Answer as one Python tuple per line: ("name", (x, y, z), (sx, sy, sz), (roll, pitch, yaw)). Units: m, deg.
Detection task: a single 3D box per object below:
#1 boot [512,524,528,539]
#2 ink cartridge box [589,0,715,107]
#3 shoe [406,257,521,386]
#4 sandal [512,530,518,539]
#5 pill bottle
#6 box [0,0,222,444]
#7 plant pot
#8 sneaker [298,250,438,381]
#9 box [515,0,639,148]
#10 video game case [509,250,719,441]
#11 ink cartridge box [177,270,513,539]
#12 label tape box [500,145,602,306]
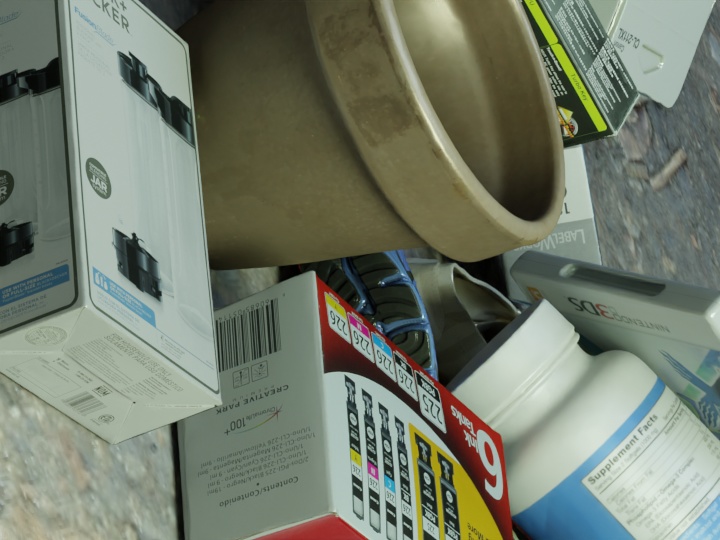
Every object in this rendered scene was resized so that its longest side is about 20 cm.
("boot", (0.116, 0.177, 1.651), (0.200, 0.073, 0.182), (53, 13, -48))
("ink cartridge box", (0.099, -0.181, 1.757), (0.146, 0.200, 0.083), (17, 96, -65))
("shoe", (0.073, 0.049, 1.686), (0.200, 0.053, 0.070), (41, 35, -49))
("sandal", (0.110, 0.213, 1.580), (0.201, 0.057, 0.080), (62, -15, -23))
("pill bottle", (0.137, 0.114, 1.549), (0.200, 0.112, 0.112), (46, 24, -1))
("box", (-0.123, -0.038, 1.296), (0.117, 0.060, 0.200), (41, 35, -50))
("plant pot", (-0.018, -0.079, 1.426), (0.200, 0.174, 0.200), (51, 27, -39))
("sneaker", (0.000, 0.000, 1.539), (0.078, 0.075, 0.200), (9, 64, -69))
("box", (0.022, -0.143, 1.553), (0.200, 0.193, 0.048), (57, 40, -24))
("video game case", (0.186, 0.077, 1.577), (0.022, 0.182, 0.200), (-45, 117, -18))
("ink cartridge box", (-0.001, 0.128, 1.400), (0.200, 0.084, 0.176), (41, 36, -49))
("label tape box", (0.115, -0.022, 1.773), (0.144, 0.063, 0.200), (-13, 93, -86))
